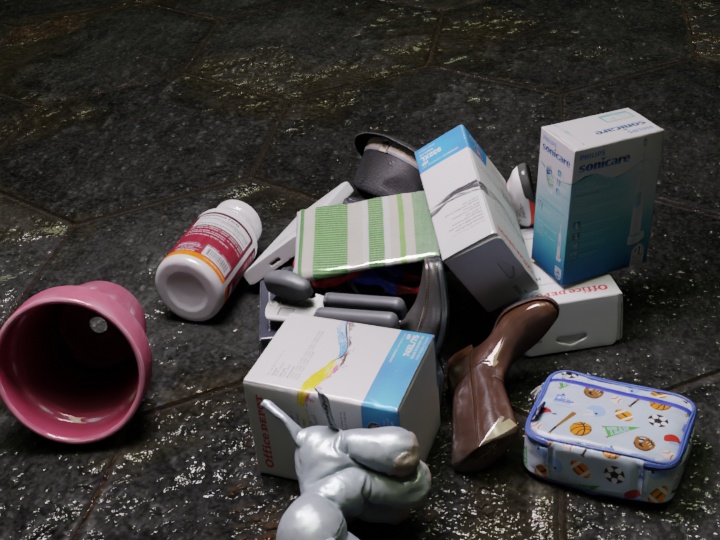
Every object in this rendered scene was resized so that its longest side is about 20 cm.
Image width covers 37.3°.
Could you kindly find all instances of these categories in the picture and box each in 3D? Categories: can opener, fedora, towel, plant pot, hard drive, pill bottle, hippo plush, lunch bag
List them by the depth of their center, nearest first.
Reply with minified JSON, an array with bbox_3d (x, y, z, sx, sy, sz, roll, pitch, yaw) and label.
[{"bbox_3d":[-0.017,0.251,1.140,0.157,0.201,0.162,-15,35,28],"label":"hippo plush"},{"bbox_3d":[0.293,0.190,1.271,0.197,0.077,0.160,12,35,25],"label":"lunch bag"},{"bbox_3d":[-0.039,0.045,1.351,0.196,0.067,0.053,7,47,25],"label":"can opener"},{"bbox_3d":[-0.366,0.102,1.427,0.196,0.204,0.179,-4,17,3],"label":"plant pot"},{"bbox_3d":[0.007,-0.047,1.442,0.196,0.024,0.154,-9,38,7],"label":"towel"},{"bbox_3d":[-0.227,-0.022,1.646,0.111,0.115,0.201,5,34,17],"label":"pill bottle"},{"bbox_3d":[-0.095,-0.061,1.680,0.131,0.026,0.200,-33,11,34],"label":"hard drive"},{"bbox_3d":[0.058,-0.144,1.779,0.199,0.201,0.093,24,76,38],"label":"fedora"}]

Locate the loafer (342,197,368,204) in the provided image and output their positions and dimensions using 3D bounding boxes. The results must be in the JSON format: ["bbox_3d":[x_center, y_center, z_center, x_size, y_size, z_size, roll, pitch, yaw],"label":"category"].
[{"bbox_3d":[0.051,-0.066,1.687,0.197,0.064,0.072,11,20,-29],"label":"loafer"}]

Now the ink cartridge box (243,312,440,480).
[{"bbox_3d":[-0.019,0.163,1.296,0.196,0.149,0.147,8,36,20],"label":"ink cartridge box"}]

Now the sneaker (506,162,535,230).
[{"bbox_3d":[0.211,-0.085,1.606,0.106,0.202,0.068,-7,63,8],"label":"sneaker"}]

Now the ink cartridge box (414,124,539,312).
[{"bbox_3d":[0.156,-0.070,1.442,0.083,0.145,0.203,-27,48,18],"label":"ink cartridge box"}]

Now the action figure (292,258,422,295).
[{"bbox_3d":[0.000,0.000,1.442,0.196,0.052,0.066,3,35,19],"label":"action figure"}]

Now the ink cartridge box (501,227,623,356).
[{"bbox_3d":[0.273,0.022,1.517,0.141,0.086,0.201,-9,34,-5],"label":"ink cartridge box"}]

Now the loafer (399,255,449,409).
[{"bbox_3d":[0.074,0.081,1.353,0.071,0.204,0.073,4,8,-1],"label":"loafer"}]

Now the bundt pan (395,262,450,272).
[{"bbox_3d":[0.065,-0.042,1.562,0.197,0.078,0.202,1,-4,0],"label":"bundt pan"}]

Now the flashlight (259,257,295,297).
[{"bbox_3d":[-0.080,-0.001,1.638,0.068,0.068,0.200,42,49,-3],"label":"flashlight"}]

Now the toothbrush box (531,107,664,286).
[{"bbox_3d":[0.316,-0.100,1.435,0.144,0.203,0.085,-15,35,-20],"label":"toothbrush box"}]

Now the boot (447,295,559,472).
[{"bbox_3d":[0.182,0.141,1.317,0.186,0.064,0.201,-42,20,23],"label":"boot"}]

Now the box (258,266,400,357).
[{"bbox_3d":[-0.037,0.082,1.461,0.196,0.106,0.149,-6,32,0],"label":"box"}]
